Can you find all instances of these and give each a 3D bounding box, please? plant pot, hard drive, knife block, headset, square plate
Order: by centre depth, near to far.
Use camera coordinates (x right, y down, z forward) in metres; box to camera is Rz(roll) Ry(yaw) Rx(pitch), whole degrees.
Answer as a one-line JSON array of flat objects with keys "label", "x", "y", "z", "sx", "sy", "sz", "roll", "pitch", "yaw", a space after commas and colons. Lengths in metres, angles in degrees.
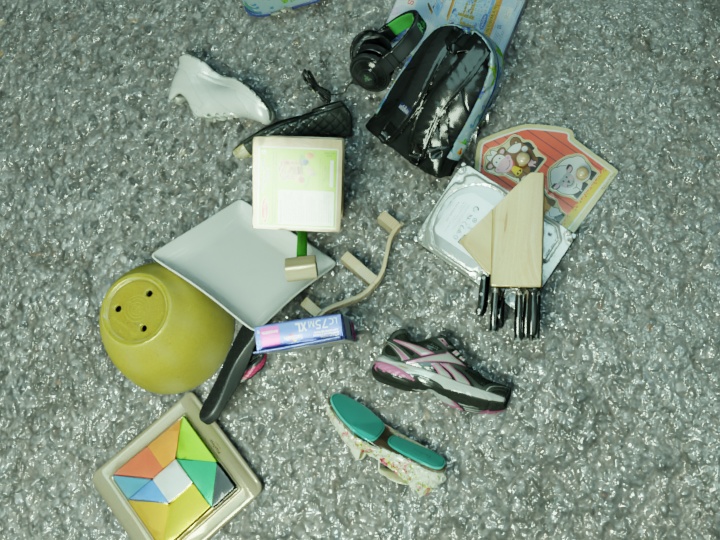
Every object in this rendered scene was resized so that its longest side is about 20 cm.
[{"label": "knife block", "x": 0.229, "y": -0.007, "z": 1.041, "sx": 0.200, "sy": 0.064, "sz": 0.176, "roll": -44, "pitch": 78, "yaw": 8}, {"label": "plant pot", "x": -0.298, "y": 0.072, "z": 1.097, "sx": 0.197, "sy": 0.142, "sz": 0.203, "roll": -2, "pitch": 76, "yaw": 7}, {"label": "hard drive", "x": 0.195, "y": -0.047, "z": 1.105, "sx": 0.199, "sy": 0.038, "sz": 0.141, "roll": 36, "pitch": 96, "yaw": 14}, {"label": "square plate", "x": -0.168, "y": -0.009, "z": 1.109, "sx": 0.197, "sy": 0.029, "sz": 0.200, "roll": 33, "pitch": 44, "yaw": 16}, {"label": "headset", "x": 0.007, "y": -0.327, "z": 1.143, "sx": 0.199, "sy": 0.094, "sz": 0.124, "roll": -36, "pitch": 29, "yaw": 23}]

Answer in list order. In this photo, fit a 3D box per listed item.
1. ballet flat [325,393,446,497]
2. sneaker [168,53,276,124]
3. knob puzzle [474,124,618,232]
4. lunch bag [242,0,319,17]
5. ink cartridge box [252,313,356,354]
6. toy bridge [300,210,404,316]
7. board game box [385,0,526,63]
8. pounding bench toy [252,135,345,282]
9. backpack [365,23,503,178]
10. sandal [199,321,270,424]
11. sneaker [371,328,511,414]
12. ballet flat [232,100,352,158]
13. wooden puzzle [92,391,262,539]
[{"label": "ballet flat", "x": 0.026, "y": 0.249, "z": 1.052, "sx": 0.199, "sy": 0.075, "sz": 0.065, "roll": 30, "pitch": 115, "yaw": 19}, {"label": "sneaker", "x": -0.224, "y": -0.275, "z": 1.224, "sx": 0.198, "sy": 0.074, "sz": 0.088, "roll": 28, "pitch": 92, "yaw": 20}, {"label": "knob puzzle", "x": 0.259, "y": -0.141, "z": 1.139, "sx": 0.216, "sy": 0.030, "sz": 0.223, "roll": -2, "pitch": 76, "yaw": 7}, {"label": "lunch bag", "x": -0.139, "y": -0.533, "z": 1.264, "sx": 0.159, "sy": 0.083, "sz": 0.203, "roll": -15, "pitch": 74, "yaw": 4}, {"label": "ink cartridge box", "x": -0.074, "y": 0.088, "z": 1.033, "sx": 0.118, "sy": 0.200, "sz": 0.043, "roll": -9, "pitch": 85, "yaw": 4}, {"label": "toy bridge", "x": 0.000, "y": 0.000, "z": 1.129, "sx": 0.067, "sy": 0.027, "sz": 0.200, "roll": 39, "pitch": 79, "yaw": 14}, {"label": "board game box", "x": 0.154, "y": -0.413, "z": 1.216, "sx": 0.197, "sy": 0.041, "sz": 0.202, "roll": 22, "pitch": 80, "yaw": 12}, {"label": "pounding bench toy", "x": -0.087, "y": -0.095, "z": 1.113, "sx": 0.122, "sy": 0.156, "sz": 0.203, "roll": 2, "pitch": 100, "yaw": 0}, {"label": "backpack", "x": 0.126, "y": -0.264, "z": 1.122, "sx": 0.162, "sy": 0.153, "sz": 0.202, "roll": 36, "pitch": 122, "yaw": 24}, {"label": "sandal", "x": -0.170, "y": 0.137, "z": 1.107, "sx": 0.045, "sy": 0.075, "sz": 0.202, "roll": 32, "pitch": 76, "yaw": -21}, {"label": "sneaker", "x": 0.120, "y": 0.135, "z": 1.064, "sx": 0.197, "sy": 0.081, "sz": 0.087, "roll": 18, "pitch": 68, "yaw": 6}, {"label": "ballet flat", "x": -0.108, "y": -0.211, "z": 1.190, "sx": 0.197, "sy": 0.067, "sz": 0.057, "roll": -18, "pitch": 106, "yaw": 6}, {"label": "wooden puzzle", "x": -0.268, "y": 0.307, "z": 1.087, "sx": 0.200, "sy": 0.037, "sz": 0.185, "roll": -41, "pitch": 75, "yaw": -4}]
